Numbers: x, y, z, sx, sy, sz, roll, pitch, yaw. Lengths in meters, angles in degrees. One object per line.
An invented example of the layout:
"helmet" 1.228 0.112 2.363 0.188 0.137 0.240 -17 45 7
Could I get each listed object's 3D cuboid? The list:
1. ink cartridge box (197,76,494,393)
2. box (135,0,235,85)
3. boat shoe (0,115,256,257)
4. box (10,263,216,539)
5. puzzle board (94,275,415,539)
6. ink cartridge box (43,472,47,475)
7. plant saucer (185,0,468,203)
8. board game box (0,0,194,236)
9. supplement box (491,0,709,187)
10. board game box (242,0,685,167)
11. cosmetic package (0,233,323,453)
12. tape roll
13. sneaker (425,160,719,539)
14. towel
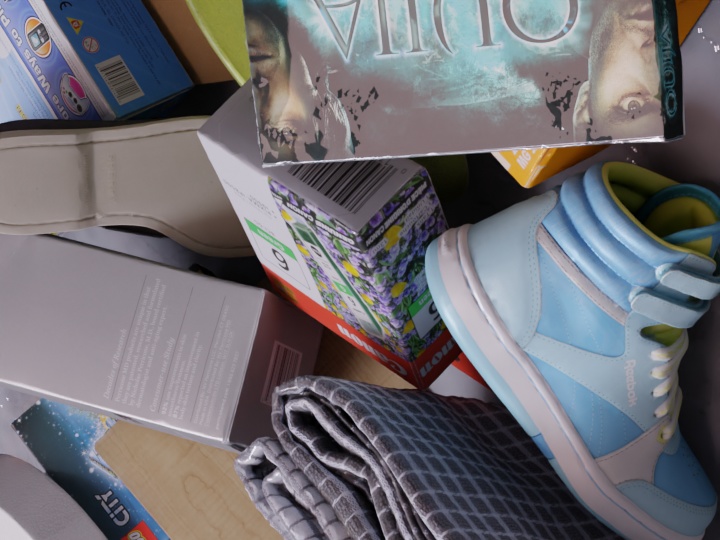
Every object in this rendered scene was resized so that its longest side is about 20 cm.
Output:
"ink cartridge box" 0.000 0.000 1.334 0.109 0.050 0.200 33 160 33
"box" -0.132 -0.191 1.457 0.163 0.021 0.201 -2 109 48
"boat shoe" -0.108 -0.051 1.411 0.063 0.199 0.073 -129 43 -67
"box" -0.076 0.116 1.492 0.136 0.038 0.200 -40 76 5
"puzzle board" -0.024 0.113 1.448 0.151 0.017 0.200 -44 73 3
"ink cartridge box" -0.117 0.215 1.618 0.146 0.083 0.201 15 120 41
"plant saucer" -0.028 -0.102 1.318 0.200 0.031 0.200 46 166 15
"board game box" -0.200 -0.127 1.509 0.200 0.056 0.196 58 143 7
"supplement box" 0.055 -0.155 1.240 0.200 0.073 0.126 48 137 17
"board game box" 0.039 -0.116 1.176 0.199 0.028 0.136 -3 97 32
"cosmetic package" -0.131 0.033 1.427 0.199 0.107 0.091 11 84 20
"tape roll" -0.171 0.197 1.542 0.203 0.037 0.203 37 144 33
"sneaker" 0.135 0.036 1.261 0.130 0.080 0.200 -32 116 20
"towel" 0.059 0.132 1.300 0.200 0.165 0.086 45 110 35
